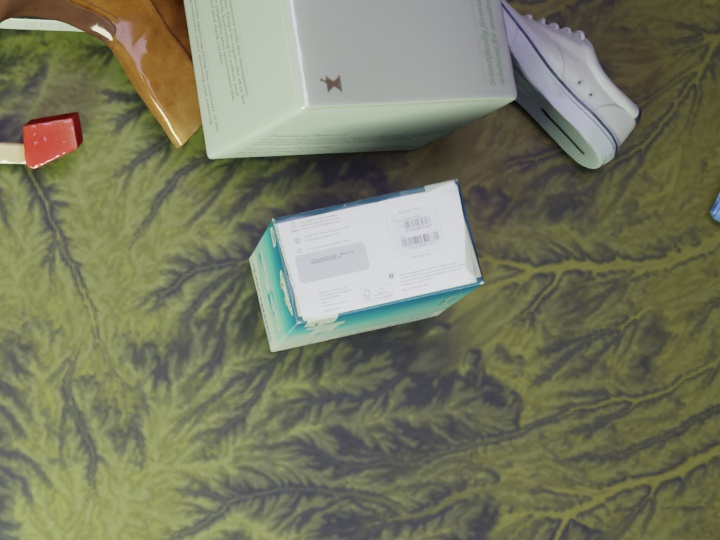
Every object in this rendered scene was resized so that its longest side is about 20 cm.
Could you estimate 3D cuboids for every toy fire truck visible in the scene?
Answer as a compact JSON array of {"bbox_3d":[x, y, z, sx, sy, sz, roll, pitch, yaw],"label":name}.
[{"bbox_3d":[-0.333,-0.139,1.633,0.200,0.049,0.141,-13,101,1],"label":"toy fire truck"}]

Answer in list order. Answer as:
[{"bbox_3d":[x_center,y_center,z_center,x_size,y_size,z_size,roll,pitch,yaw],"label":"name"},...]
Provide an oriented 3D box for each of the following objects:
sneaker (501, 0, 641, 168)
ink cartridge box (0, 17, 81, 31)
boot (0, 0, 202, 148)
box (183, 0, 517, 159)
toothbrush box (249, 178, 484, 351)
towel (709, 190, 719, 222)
[{"bbox_3d":[0.153,-0.177,1.713,0.071,0.073,0.200,-45,99,-21],"label":"sneaker"},{"bbox_3d":[-0.230,-0.245,1.680,0.200,0.037,0.095,2,82,-10],"label":"ink cartridge box"},{"bbox_3d":[-0.204,-0.179,1.623,0.200,0.068,0.188,54,53,-15],"label":"boot"},{"bbox_3d":[-0.015,-0.203,1.609,0.200,0.171,0.199,-5,82,-29],"label":"box"},{"bbox_3d":[0.000,0.000,1.592,0.146,0.200,0.085,-13,83,-9],"label":"toothbrush box"},{"bbox_3d":[0.411,-0.066,1.751,0.200,0.024,0.145,26,80,-4],"label":"towel"}]
